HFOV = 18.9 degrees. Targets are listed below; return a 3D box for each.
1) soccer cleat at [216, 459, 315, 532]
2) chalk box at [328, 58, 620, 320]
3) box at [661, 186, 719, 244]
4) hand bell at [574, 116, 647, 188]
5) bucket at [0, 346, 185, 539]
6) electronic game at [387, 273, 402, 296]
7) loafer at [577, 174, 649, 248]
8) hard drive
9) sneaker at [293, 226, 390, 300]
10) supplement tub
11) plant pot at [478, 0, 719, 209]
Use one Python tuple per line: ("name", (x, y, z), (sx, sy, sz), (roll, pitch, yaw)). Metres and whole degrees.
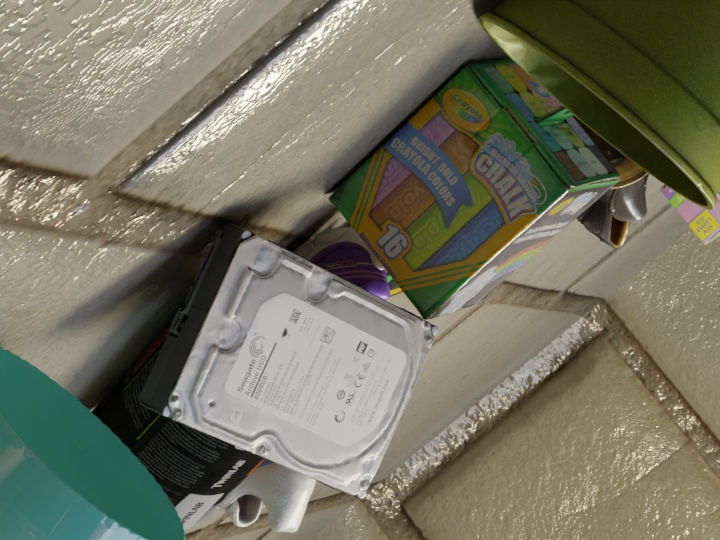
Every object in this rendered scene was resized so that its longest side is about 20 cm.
("soccer cleat", (-0.114, 0.157, 1.754), (0.070, 0.200, 0.087), (5, 97, -42))
("chalk box", (0.101, -0.077, 1.607), (0.200, 0.124, 0.124), (-43, 168, 21))
("box", (0.533, -0.146, 2.921), (0.176, 0.097, 0.200), (-45, 169, 36))
("hand bell", (0.209, -0.126, 1.954), (0.104, 0.104, 0.200), (-38, -177, 0))
("bucket", (-0.213, 0.151, 1.304), (0.135, 0.207, 0.207), (-46, 169, 5))
("electronic game", (0.081, -0.023, 1.935), (0.200, 0.042, 0.200), (-27, 172, -4))
("loafer", (0.293, -0.089, 2.385), (0.073, 0.072, 0.200), (-34, 169, -17))
("hard drive", (-0.046, 0.066, 1.512), (0.200, 0.038, 0.140), (28, 84, -39))
("sneaker", (-0.054, 0.051, 1.685), (0.081, 0.084, 0.200), (19, 127, -39))
("supplement tub", (-0.115, 0.099, 1.623), (0.122, 0.123, 0.200), (-26, 165, -50))
("plant pot", (0.216, -0.177, 1.434), (0.193, 0.200, 0.200), (-50, 170, 1))
